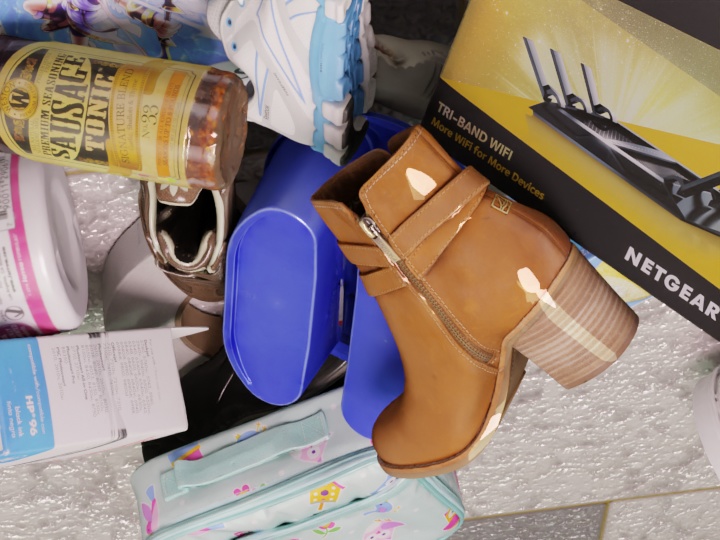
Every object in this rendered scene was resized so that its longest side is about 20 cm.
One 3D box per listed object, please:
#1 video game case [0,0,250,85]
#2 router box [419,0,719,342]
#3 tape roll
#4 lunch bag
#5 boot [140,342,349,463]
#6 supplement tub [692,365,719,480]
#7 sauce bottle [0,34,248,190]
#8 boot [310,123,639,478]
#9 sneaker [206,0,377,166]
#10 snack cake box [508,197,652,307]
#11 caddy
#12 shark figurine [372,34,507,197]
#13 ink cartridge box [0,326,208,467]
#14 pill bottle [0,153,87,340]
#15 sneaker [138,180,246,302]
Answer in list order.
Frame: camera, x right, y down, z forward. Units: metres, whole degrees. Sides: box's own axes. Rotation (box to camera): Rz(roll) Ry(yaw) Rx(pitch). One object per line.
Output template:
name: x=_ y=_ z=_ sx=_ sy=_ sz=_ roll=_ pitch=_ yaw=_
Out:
video game case: x=-0.116 y=-0.165 z=1.042 sx=0.180 sy=0.046 sz=0.201 roll=-13 pitch=144 yaw=3
router box: x=0.140 y=-0.085 z=0.959 sx=0.052 sy=0.199 sz=0.158 roll=-26 pitch=145 yaw=-51
tape roll: x=-0.071 y=0.016 z=1.310 sx=0.201 sy=0.037 sz=0.204 roll=-7 pitch=145 yaw=-5
lunch bag: x=-0.043 y=0.150 z=1.280 sx=0.199 sy=0.078 sz=0.160 roll=-23 pitch=150 yaw=12
boot: x=-0.031 y=0.091 z=1.336 sx=0.203 sy=0.074 sz=0.153 roll=-34 pitch=143 yaw=30
supplement tub: x=0.352 y=0.087 z=1.414 sx=0.199 sy=0.146 sz=0.145 roll=-32 pitch=139 yaw=29
sauce bottle: x=-0.159 y=-0.085 z=1.031 sx=0.198 sy=0.066 sz=0.066 roll=8 pitch=146 yaw=10
boot: x=0.027 y=0.019 z=1.019 sx=0.155 sy=0.077 sz=0.200 roll=40 pitch=143 yaw=-12
sneaker: x=-0.037 y=-0.141 z=1.004 sx=0.086 sy=0.075 sz=0.201 roll=15 pitch=132 yaw=11
snack cake box: x=0.122 y=-0.026 z=1.231 sx=0.199 sy=0.116 sz=0.067 roll=-28 pitch=140 yaw=23
caddy: x=0.000 y=0.000 z=1.145 sx=0.140 sy=0.105 sz=0.201 roll=18 pitch=137 yaw=10
shark figurine: x=0.098 y=-0.078 z=1.100 sx=0.213 sy=0.090 sz=0.128 roll=12 pitch=-172 yaw=24
ink cartridge box: x=-0.187 y=0.080 z=1.207 sx=0.115 sy=0.069 sz=0.199 roll=-15 pitch=173 yaw=35
pill bottle: x=-0.269 y=-0.002 z=1.172 sx=0.198 sy=0.114 sz=0.114 roll=-11 pitch=145 yaw=3
sneaker: x=-0.102 y=-0.023 z=1.143 sx=0.070 sy=0.076 sz=0.201 roll=5 pitch=148 yaw=6
